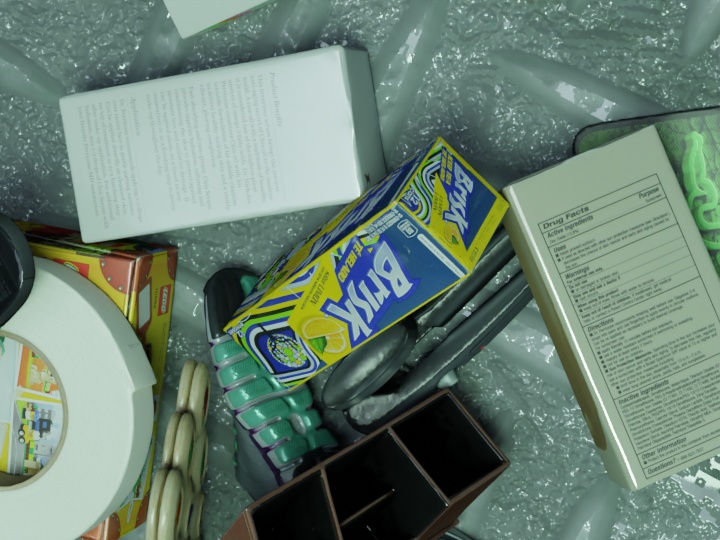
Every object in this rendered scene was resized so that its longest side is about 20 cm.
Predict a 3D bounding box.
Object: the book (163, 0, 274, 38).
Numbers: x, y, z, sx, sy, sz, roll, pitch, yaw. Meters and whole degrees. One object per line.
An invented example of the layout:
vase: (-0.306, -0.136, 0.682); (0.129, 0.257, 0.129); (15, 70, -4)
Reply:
book: (-0.061, -0.243, 0.997); (0.200, 0.048, 0.134); (-18, 96, 38)

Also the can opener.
can opener: (0.062, 0.034, 1.019); (0.200, 0.079, 0.063); (-38, 93, 3)

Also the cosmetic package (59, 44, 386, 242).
cosmetic package: (-0.090, -0.083, 1.040); (0.199, 0.071, 0.102); (-7, 93, 16)

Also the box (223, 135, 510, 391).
box: (0.000, 0.000, 0.972); (0.064, 0.070, 0.200); (42, 138, -10)

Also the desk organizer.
desk organizer: (-0.002, 0.151, 0.960); (0.072, 0.200, 0.077); (50, 133, 14)

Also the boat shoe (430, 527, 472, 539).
boat shoe: (0.057, 0.214, 1.021); (0.200, 0.091, 0.071); (17, 100, 13)

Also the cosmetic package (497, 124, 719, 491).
cosmetic package: (0.167, 0.023, 0.963); (0.105, 0.071, 0.201); (-21, 89, -3)

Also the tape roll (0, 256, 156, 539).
tape roll: (-0.234, 0.090, 1.034); (0.202, 0.037, 0.204); (2, 95, 16)

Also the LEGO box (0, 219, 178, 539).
LEGO box: (-0.219, 0.073, 1.088); (0.148, 0.077, 0.201); (10, 98, 14)

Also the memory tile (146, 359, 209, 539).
memory tile: (-0.117, 0.174, 1.000); (0.017, 0.154, 0.201); (7, 125, 1)

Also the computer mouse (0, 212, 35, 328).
computer mouse: (-0.293, 0.007, 1.005); (0.200, 0.046, 0.141); (-38, 79, 20)

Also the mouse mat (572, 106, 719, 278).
mouse mat: (0.225, -0.004, 0.997); (0.160, 0.008, 0.201); (-7, 95, 16)

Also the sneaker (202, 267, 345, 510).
sneaker: (-0.073, 0.101, 1.059); (0.087, 0.074, 0.201); (-36, 71, 44)
